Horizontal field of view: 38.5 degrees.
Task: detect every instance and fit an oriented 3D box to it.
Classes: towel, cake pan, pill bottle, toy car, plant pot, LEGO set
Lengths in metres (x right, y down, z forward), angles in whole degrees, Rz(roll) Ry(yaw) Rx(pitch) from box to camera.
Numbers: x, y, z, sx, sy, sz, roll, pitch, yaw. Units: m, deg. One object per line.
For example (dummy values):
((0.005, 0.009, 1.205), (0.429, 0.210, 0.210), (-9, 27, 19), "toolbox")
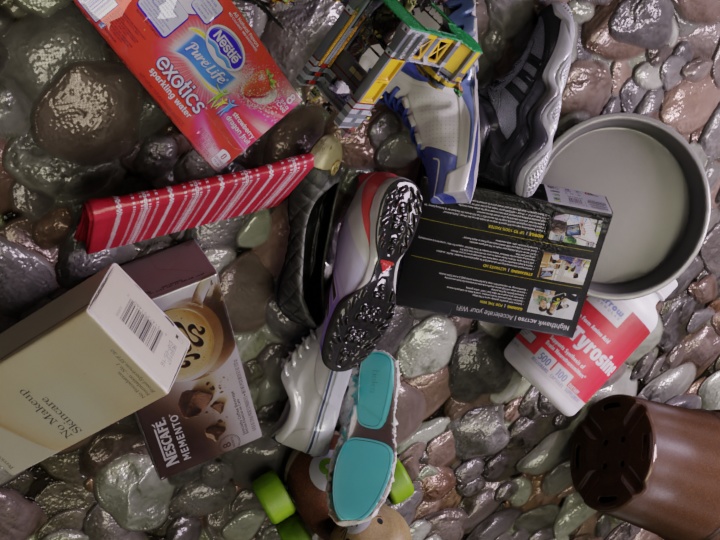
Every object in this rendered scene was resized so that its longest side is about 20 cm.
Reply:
((-0.149, -0.060, 0.906), (0.198, 0.145, 0.023), (-16, 85, -20), "towel")
((0.278, -0.069, 1.125), (0.198, 0.037, 0.203), (0, 95, 0), "cake pan")
((0.271, 0.062, 1.205), (0.200, 0.112, 0.112), (-48, 128, 3), "pill bottle")
((0.002, 0.283, 1.128), (0.163, 0.200, 0.159), (-30, 127, -10), "toy car")
((0.394, 0.256, 1.343), (0.197, 0.200, 0.202), (21, 106, -27), "plant pot")
((-0.009, -0.196, 0.861), (0.116, 0.200, 0.154), (-50, 168, 25), "LEGO set")

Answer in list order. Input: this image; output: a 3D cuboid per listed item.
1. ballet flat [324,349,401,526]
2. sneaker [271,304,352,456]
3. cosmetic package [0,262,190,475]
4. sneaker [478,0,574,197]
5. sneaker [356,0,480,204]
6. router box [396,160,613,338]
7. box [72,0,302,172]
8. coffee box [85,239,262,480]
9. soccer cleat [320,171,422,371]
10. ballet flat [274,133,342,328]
((0.007, 0.182, 1.099), (0.072, 0.071, 0.202), (41, 50, -38), "ballet flat")
((-0.048, 0.101, 1.082), (0.070, 0.073, 0.202), (11, 102, -8), "sneaker")
((-0.257, 0.088, 0.892), (0.199, 0.073, 0.104), (-30, 115, 26), "cosmetic package")
((0.142, -0.180, 1.018), (0.113, 0.076, 0.202), (13, 81, 4), "sneaker")
((0.053, -0.158, 0.957), (0.114, 0.081, 0.202), (-1, 79, 10), "sneaker")
((0.144, -0.020, 1.074), (0.198, 0.051, 0.151), (11, 116, -3), "router box")
((-0.149, -0.193, 0.843), (0.099, 0.096, 0.200), (-40, 128, -2), "box")
((-0.177, 0.088, 0.997), (0.112, 0.080, 0.202), (-21, 124, -16), "coffee box")
((0.000, 0.000, 1.024), (0.068, 0.073, 0.202), (13, 97, -38), "soccer cleat")
((-0.041, -0.038, 1.006), (0.066, 0.056, 0.202), (-28, 137, -49), "ballet flat")
